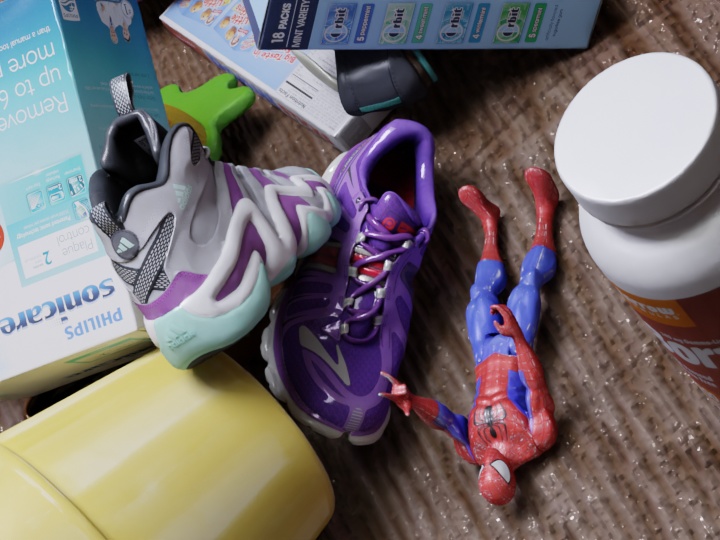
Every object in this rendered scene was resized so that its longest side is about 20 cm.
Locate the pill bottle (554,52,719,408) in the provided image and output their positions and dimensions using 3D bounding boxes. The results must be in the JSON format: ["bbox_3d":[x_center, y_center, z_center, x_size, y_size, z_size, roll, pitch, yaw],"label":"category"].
[{"bbox_3d":[0.176,-0.016,1.402,0.112,0.200,0.112,-19,50,24],"label":"pill bottle"}]

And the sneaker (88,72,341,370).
[{"bbox_3d":[-0.087,-0.049,1.523,0.078,0.140,0.200,-30,12,23],"label":"sneaker"}]

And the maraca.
[{"bbox_3d":[-0.139,-0.056,1.725,0.137,0.107,0.200,-5,35,34],"label":"maraca"}]

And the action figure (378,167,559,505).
[{"bbox_3d":[0.064,0.026,1.528,0.065,0.099,0.200,-17,53,27],"label":"action figure"}]

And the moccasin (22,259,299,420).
[{"bbox_3d":[-0.109,0.029,1.650,0.201,0.078,0.074,-34,60,10],"label":"moccasin"}]

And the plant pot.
[{"bbox_3d":[-0.124,0.141,1.518,0.189,0.201,0.201,-42,43,-20],"label":"plant pot"}]

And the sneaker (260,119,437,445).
[{"bbox_3d":[0.000,0.000,1.579,0.083,0.081,0.200,130,154,-55],"label":"sneaker"}]

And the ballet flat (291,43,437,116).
[{"bbox_3d":[-0.019,-0.159,1.705,0.073,0.073,0.200,-35,46,9],"label":"ballet flat"}]

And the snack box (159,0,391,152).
[{"bbox_3d":[-0.044,-0.140,1.771,0.072,0.024,0.200,-48,45,-6],"label":"snack box"}]

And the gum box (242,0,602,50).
[{"bbox_3d":[0.021,-0.198,1.669,0.200,0.045,0.170,-2,45,-17],"label":"gum box"}]

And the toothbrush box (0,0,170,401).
[{"bbox_3d":[-0.179,-0.040,1.589,0.146,0.085,0.200,-19,81,30],"label":"toothbrush box"}]
